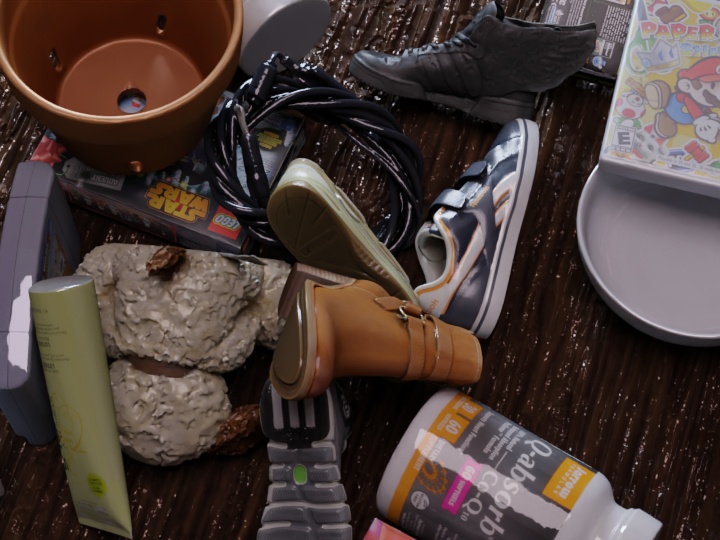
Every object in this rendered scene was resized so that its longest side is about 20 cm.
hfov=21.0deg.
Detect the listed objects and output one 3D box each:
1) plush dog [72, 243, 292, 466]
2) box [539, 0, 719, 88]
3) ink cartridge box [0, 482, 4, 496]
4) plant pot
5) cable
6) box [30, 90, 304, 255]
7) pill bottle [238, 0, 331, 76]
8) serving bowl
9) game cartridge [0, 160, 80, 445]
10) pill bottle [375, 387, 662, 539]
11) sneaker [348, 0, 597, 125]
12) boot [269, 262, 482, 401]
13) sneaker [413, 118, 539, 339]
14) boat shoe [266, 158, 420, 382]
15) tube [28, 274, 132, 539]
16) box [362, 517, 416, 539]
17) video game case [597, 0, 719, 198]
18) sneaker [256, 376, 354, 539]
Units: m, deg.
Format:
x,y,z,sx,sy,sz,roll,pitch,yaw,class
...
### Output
x,y,z,sx,sy,sz,roll,pitch,yaw,class
-0.147,0.069,1.535,0.199,0.160,0.173,6,89,4,plush dog
0.268,-0.252,1.711,0.192,0.048,0.201,16,86,6,box
-0.381,0.166,1.466,0.200,0.146,0.084,-33,68,-16,ink cartridge box
-0.191,-0.170,1.583,0.199,0.140,0.201,0,63,0,plant pot
-0.032,-0.078,1.608,0.200,0.051,0.163,40,59,-15,cable
-0.164,-0.100,1.657,0.199,0.040,0.137,20,65,9,box
-0.120,-0.274,1.714,0.114,0.114,0.200,-32,67,-16,pill bottle
0.276,-0.021,1.618,0.199,0.066,0.201,1,63,-1,serving bowl
-0.259,0.022,1.549,0.041,0.133,0.201,2,63,1,game cartridge
0.121,0.184,1.482,0.199,0.117,0.117,29,66,14,pill bottle
0.097,-0.189,1.680,0.199,0.060,0.105,17,107,2,sneaker
0.017,0.058,1.443,0.154,0.074,0.200,21,21,-8,boot
0.094,-0.047,1.618,0.079,0.078,0.201,18,65,-5,sneaker
-0.002,0.000,1.564,0.073,0.201,0.063,-29,20,25,boat shoe
-0.212,0.106,1.482,0.052,0.058,0.201,-8,103,3,tube
0.024,0.270,1.388,0.095,0.200,0.100,26,65,10,box
0.314,-0.143,1.630,0.199,0.023,0.183,13,64,6,video game case
-0.032,0.165,1.515,0.075,0.115,0.201,3,98,13,sneaker
